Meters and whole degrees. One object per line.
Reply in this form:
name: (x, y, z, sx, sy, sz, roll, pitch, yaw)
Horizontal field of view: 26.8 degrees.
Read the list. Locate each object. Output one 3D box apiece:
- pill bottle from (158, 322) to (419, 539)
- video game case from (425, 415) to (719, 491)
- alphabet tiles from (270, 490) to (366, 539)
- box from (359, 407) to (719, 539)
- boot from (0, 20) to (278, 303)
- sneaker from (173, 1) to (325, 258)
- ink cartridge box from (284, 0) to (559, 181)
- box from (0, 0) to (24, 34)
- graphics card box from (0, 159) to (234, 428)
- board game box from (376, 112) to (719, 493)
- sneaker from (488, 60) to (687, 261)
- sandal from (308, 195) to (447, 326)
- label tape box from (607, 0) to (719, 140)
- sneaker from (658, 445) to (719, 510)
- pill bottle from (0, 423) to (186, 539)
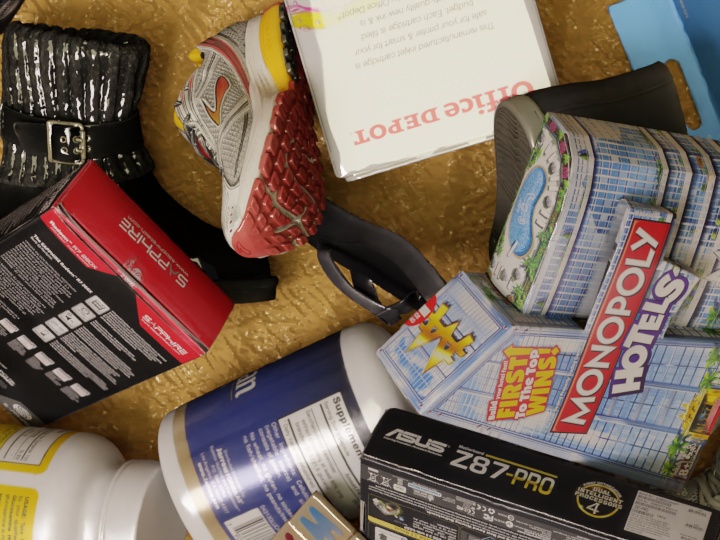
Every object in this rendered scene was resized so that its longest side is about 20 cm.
pill bottle: (-0.016, 0.100, 0.951, 0.199, 0.111, 0.111, -25, 92, 9)
video game case: (0.157, 0.054, 0.910, 0.200, 0.023, 0.182, 32, 101, -36)
alphabet tiles: (-0.013, 0.245, 0.932, 0.167, 0.008, 0.200, 44, 132, 7)
box: (0.097, 0.175, 0.871, 0.199, 0.049, 0.162, 15, 131, 17)
boot: (-0.142, -0.068, 0.965, 0.210, 0.079, 0.159, 14, 98, 6)
sneaker: (-0.069, -0.078, 0.915, 0.082, 0.200, 0.078, -17, 130, 12)
ink cartridge box: (0.030, -0.171, 0.929, 0.147, 0.086, 0.201, -15, 95, 8)
box: (-0.249, -0.279, 0.975, 0.160, 0.044, 0.200, 36, 99, 2)
graphics card box: (-0.184, 0.022, 0.928, 0.125, 0.051, 0.200, 46, 136, -19)
board game box: (0.120, 0.023, 0.820, 0.199, 0.062, 0.201, 4, 117, -29)
sneaker: (0.139, -0.030, 0.909, 0.106, 0.075, 0.200, -17, 139, -13)
sandal: (0.000, 0.000, 0.913, 0.043, 0.200, 0.076, -48, 128, -9)
label tape box: (0.269, -0.135, 0.913, 0.199, 0.063, 0.145, -22, 92, 9)
sneaker: (0.225, 0.118, 0.928, 0.115, 0.075, 0.201, -10, 107, 11)
pill bottle: (-0.218, 0.156, 0.970, 0.199, 0.112, 0.113, 4, 97, 16)
